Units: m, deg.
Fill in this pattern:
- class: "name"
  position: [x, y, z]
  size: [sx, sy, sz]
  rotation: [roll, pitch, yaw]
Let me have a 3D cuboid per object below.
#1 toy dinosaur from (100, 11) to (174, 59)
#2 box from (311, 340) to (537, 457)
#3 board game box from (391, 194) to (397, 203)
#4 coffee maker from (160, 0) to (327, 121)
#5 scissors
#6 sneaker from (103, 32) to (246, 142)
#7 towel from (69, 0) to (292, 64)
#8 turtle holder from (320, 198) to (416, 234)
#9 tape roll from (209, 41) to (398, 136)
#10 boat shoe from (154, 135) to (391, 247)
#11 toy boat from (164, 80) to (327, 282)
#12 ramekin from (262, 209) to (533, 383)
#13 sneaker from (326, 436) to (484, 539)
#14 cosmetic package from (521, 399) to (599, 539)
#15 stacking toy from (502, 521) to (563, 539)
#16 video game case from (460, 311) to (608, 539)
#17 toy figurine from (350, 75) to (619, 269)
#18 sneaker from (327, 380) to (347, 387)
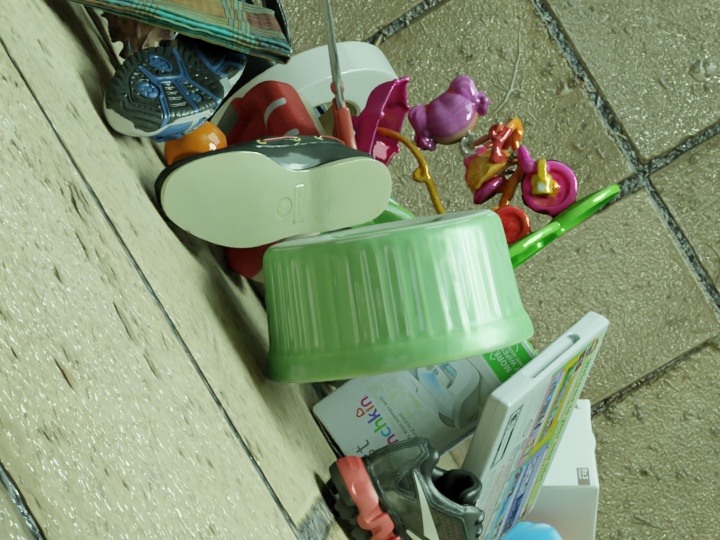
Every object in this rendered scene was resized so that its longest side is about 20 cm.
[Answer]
- class: "toy dinosaur"
  position: [-0.206, -0.252, 1.717]
  size: [0.200, 0.086, 0.136]
  rotation: [54, 10, 7]
- class: "box"
  position: [0.065, 0.104, 1.682]
  size: [0.097, 0.176, 0.200]
  rotation: [55, 4, 6]
- class: "board game box"
  position: [0.005, 0.015, 1.931]
  size: [0.029, 0.134, 0.200]
  rotation: [54, 6, -49]
- class: "coffee maker"
  position: [-0.127, -0.180, 1.995]
  size: [0.200, 0.135, 0.192]
  rotation: [56, 24, -21]
- class: "scissors"
  position: [-0.020, -0.138, 1.589]
  size: [0.073, 0.014, 0.200]
  rotation: [-121, -163, -65]
- class: "sneaker"
  position: [-0.145, -0.127, 1.522]
  size: [0.076, 0.077, 0.200]
  rotation: [37, 23, 4]
- class: "towel"
  position: [-0.156, -0.215, 1.574]
  size: [0.200, 0.022, 0.147]
  rotation: [15, 18, -15]
- class: "turtle holder"
  position: [-0.001, -0.010, 1.748]
  size: [0.132, 0.185, 0.141]
  rotation: [39, -56, 53]
- class: "tape roll"
  position: [-0.054, -0.140, 1.884]
  size: [0.037, 0.203, 0.203]
  rotation: [60, 4, 20]
- class: "boat shoe"
  position: [-0.073, -0.063, 1.504]
  size: [0.063, 0.201, 0.074]
  rotation: [30, -62, 46]
- class: "toy boat"
  position: [-0.101, -0.083, 1.640]
  size: [0.131, 0.131, 0.200]
  rotation: [21, 23, -29]
- class: "ramekin"
  position: [0.022, 0.016, 1.471]
  size: [0.200, 0.200, 0.098]
  rotation: [-57, 137, -86]
- class: "sneaker"
  position: [0.060, 0.201, 1.452]
  size: [0.201, 0.098, 0.071]
  rotation: [59, 1, -23]
- class: "cosmetic package"
  position: [0.168, 0.223, 1.803]
  size: [0.113, 0.081, 0.200]
  rotation: [-89, 177, -52]
- class: "stacking toy"
  position: [0.140, 0.312, 1.752]
  size: [0.200, 0.116, 0.110]
  rotation: [75, -9, -59]
- class: "video game case"
  position: [0.118, 0.145, 1.558]
  size: [0.022, 0.200, 0.182]
  rotation: [30, 32, 19]
- class: "toy figurine"
  position: [0.079, -0.084, 1.629]
  size: [0.184, 0.200, 0.150]
  rotation: [57, 3, 6]
- class: "sneaker"
  position: [-0.026, 0.029, 1.863]
  size: [0.072, 0.072, 0.200]
  rotation: [69, -3, -45]
